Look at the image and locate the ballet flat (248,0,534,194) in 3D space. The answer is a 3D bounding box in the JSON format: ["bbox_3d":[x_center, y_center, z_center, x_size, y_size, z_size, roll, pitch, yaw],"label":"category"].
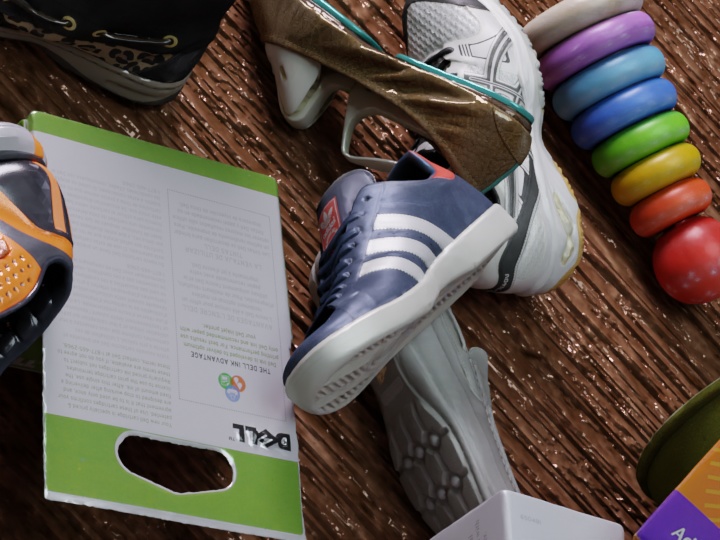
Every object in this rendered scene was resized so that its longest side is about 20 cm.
[{"bbox_3d":[0.002,-0.099,1.354,0.199,0.073,0.068,32,-3,17],"label":"ballet flat"}]

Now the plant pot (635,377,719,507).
[{"bbox_3d":[0.279,0.155,1.316,0.200,0.200,0.194,1,54,-39],"label":"plant pot"}]

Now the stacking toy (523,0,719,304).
[{"bbox_3d":[0.172,-0.072,1.490,0.085,0.085,0.201,-18,80,-45],"label":"stacking toy"}]

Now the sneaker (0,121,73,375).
[{"bbox_3d":[-0.220,0.002,1.068,0.199,0.078,0.112,-13,61,-16],"label":"sneaker"}]

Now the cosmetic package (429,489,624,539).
[{"bbox_3d":[0.037,0.191,1.108,0.071,0.200,0.102,19,52,-29],"label":"cosmetic package"}]

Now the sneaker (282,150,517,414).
[{"bbox_3d":[0.000,0.000,1.225,0.084,0.075,0.200,43,35,5],"label":"sneaker"}]

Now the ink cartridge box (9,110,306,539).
[{"bbox_3d":[-0.111,0.040,1.177,0.147,0.076,0.201,14,56,-33],"label":"ink cartridge box"}]

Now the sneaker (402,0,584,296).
[{"bbox_3d":[0.060,-0.081,1.398,0.087,0.076,0.201,-5,66,-42],"label":"sneaker"}]

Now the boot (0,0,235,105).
[{"bbox_3d":[-0.140,-0.173,1.235,0.199,0.150,0.073,28,48,-23],"label":"boot"}]

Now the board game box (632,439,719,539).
[{"bbox_3d":[0.258,0.135,1.133,0.200,0.200,0.200,42,81,12],"label":"board game box"}]

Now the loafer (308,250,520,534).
[{"bbox_3d":[0.044,0.064,1.294,0.070,0.070,0.201,-15,72,-35],"label":"loafer"}]
